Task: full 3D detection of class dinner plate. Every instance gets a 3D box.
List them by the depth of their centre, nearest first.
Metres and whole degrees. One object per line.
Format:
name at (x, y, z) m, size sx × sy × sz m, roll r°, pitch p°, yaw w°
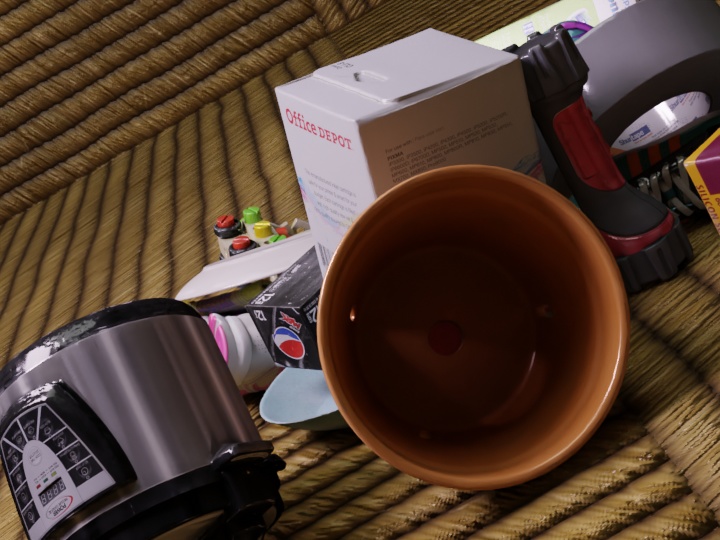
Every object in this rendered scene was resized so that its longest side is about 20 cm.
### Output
dinner plate at (-0.076, -0.012, 1.539) m, size 0.198 × 0.025 × 0.200 m, roll -17°, pitch 3°, yaw 1°

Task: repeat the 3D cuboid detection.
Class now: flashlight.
flashlight at (0.176, -0.084, 1.262) m, size 0.067 × 0.201 × 0.068 m, roll -29°, pitch 16°, yaw -3°

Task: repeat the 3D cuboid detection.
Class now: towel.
towel at (-0.087, 0.032, 1.575) m, size 0.142 × 0.023 × 0.199 m, roll 6°, pitch -10°, yaw -33°

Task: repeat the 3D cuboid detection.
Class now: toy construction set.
toy construction set at (-0.073, -0.022, 1.728) m, size 0.130 × 0.093 × 0.200 m, roll -16°, pitch 11°, yaw -13°

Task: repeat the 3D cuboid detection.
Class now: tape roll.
tape roll at (0.225, -0.135, 1.388) m, size 0.199 × 0.066 × 0.201 m, roll -25°, pitch -25°, yaw -13°

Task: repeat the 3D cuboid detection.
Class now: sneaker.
sneaker at (0.246, -0.071, 1.338) m, size 0.199 × 0.072 × 0.080 m, roll -33°, pitch 11°, yaw -15°
sneaker at (-0.094, 0.076, 1.511) m, size 0.087 × 0.082 × 0.200 m, roll -4°, pitch -1°, yaw -10°

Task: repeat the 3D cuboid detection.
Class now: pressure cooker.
pressure cooker at (-0.146, 0.141, 1.164) m, size 0.177 × 0.201 × 0.176 m, roll -23°, pitch -19°, yaw -12°

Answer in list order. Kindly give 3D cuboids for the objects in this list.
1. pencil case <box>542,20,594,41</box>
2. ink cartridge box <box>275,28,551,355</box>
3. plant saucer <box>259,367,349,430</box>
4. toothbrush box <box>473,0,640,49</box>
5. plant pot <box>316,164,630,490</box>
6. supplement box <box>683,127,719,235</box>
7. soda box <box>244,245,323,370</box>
pencil case at (0.185, -0.167, 1.554) m, size 0.084 × 0.094 × 0.200 m, roll -4°, pitch -3°, yaw 3°
ink cartridge box at (0.046, -0.058, 1.275) m, size 0.144 × 0.202 × 0.145 m, roll -24°, pitch 25°, yaw -20°
plant saucer at (0.014, 0.078, 1.362) m, size 0.200 × 0.039 × 0.201 m, roll -28°, pitch 14°, yaw 8°
toothbrush box at (0.217, -0.213, 1.729) m, size 0.199 × 0.087 × 0.145 m, roll -21°, pitch -12°, yaw 27°
plant pot at (0.065, 0.040, 1.124) m, size 0.199 × 0.201 × 0.140 m, roll -32°, pitch -1°, yaw -7°
supplement box at (0.319, -0.057, 1.074) m, size 0.086 × 0.111 × 0.199 m, roll -40°, pitch 18°, yaw -33°
soda box at (0.000, 0.000, 1.417) m, size 0.070 × 0.064 × 0.200 m, roll 1°, pitch 35°, yaw 46°
